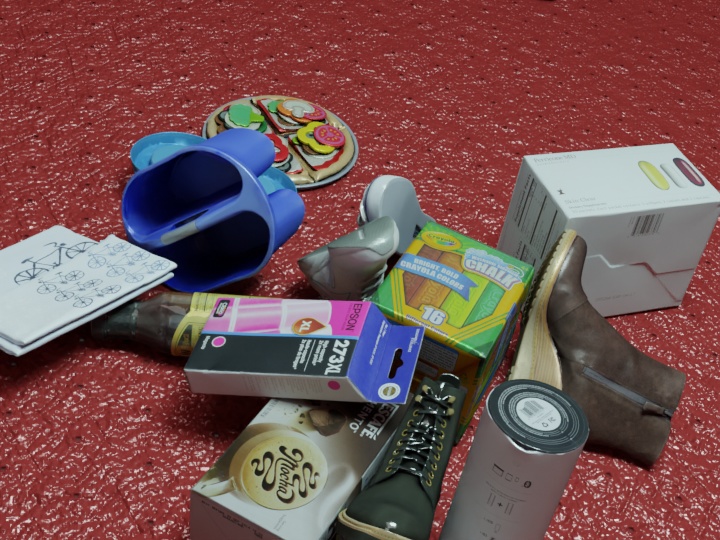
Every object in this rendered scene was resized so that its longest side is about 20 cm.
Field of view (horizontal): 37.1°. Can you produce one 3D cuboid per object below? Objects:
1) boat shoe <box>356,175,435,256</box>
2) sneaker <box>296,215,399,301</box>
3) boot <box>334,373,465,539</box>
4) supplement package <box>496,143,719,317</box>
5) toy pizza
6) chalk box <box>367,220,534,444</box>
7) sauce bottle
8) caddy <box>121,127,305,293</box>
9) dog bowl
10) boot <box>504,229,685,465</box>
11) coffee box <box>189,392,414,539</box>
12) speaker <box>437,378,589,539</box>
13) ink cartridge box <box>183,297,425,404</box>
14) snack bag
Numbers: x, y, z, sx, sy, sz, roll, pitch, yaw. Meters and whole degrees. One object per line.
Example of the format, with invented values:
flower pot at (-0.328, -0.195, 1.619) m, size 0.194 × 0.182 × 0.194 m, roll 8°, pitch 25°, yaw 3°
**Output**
boat shoe at (0.028, -0.052, 1.148) m, size 0.065 × 0.200 × 0.074 m, roll 16°, pitch 77°, yaw 20°
sneaker at (0.000, 0.000, 1.060) m, size 0.070 × 0.200 × 0.081 m, roll -27°, pitch 91°, yaw -19°
boot at (0.040, 0.148, 0.851) m, size 0.077 × 0.140 × 0.200 m, roll 20°, pitch -2°, yaw 4°
supplement package at (0.271, -0.041, 1.190) m, size 0.198 × 0.157 × 0.111 m, roll -7°, pitch 42°, yaw -21°
toy pizza at (-0.099, -0.171, 1.347) m, size 0.198 × 0.032 × 0.201 m, roll 7°, pitch 40°, yaw -6°
chalk box at (0.089, 0.045, 1.069) m, size 0.124 × 0.125 × 0.200 m, roll 23°, pitch 41°, yaw 12°
sauce bottle at (-0.160, 0.054, 1.046) m, size 0.198 × 0.066 × 0.066 m, roll 3°, pitch 40°, yaw -1°
caddy at (-0.155, -0.057, 1.084) m, size 0.199 × 0.142 × 0.105 m, roll -19°, pitch 15°, yaw 38°
dog bowl at (-0.169, -0.092, 1.219) m, size 0.198 × 0.050 × 0.112 m, roll 22°, pitch 36°, yaw 13°
boot at (0.240, 0.075, 1.059) m, size 0.165 × 0.072 × 0.202 m, roll 18°, pitch 82°, yaw 2°
coffee box at (-0.044, 0.171, 0.922) m, size 0.112 × 0.080 × 0.200 m, roll 24°, pitch 41°, yaw 18°
speaker at (0.112, 0.187, 0.850) m, size 0.080 × 0.202 × 0.082 m, roll 9°, pitch 34°, yaw -6°
ink cartridge box at (-0.048, 0.069, 0.945) m, size 0.198 × 0.037 × 0.095 m, roll 3°, pitch 42°, yaw 16°
snack bag at (-0.312, 0.008, 1.052) m, size 0.199 × 0.022 × 0.188 m, roll 20°, pitch 37°, yaw 37°
